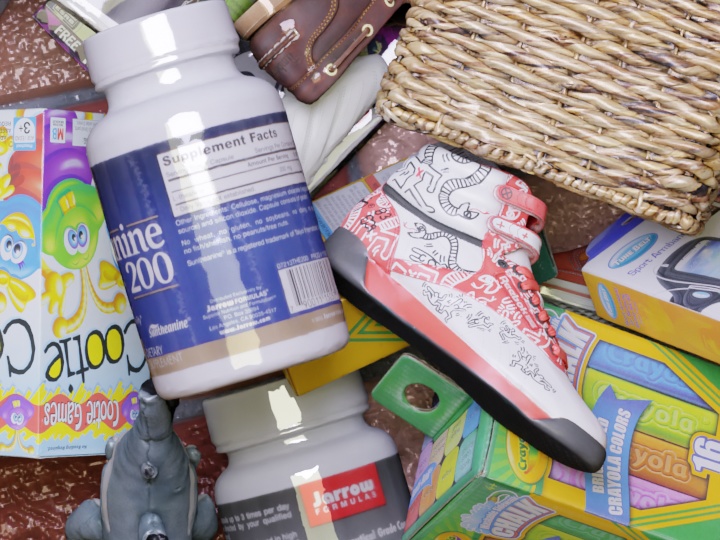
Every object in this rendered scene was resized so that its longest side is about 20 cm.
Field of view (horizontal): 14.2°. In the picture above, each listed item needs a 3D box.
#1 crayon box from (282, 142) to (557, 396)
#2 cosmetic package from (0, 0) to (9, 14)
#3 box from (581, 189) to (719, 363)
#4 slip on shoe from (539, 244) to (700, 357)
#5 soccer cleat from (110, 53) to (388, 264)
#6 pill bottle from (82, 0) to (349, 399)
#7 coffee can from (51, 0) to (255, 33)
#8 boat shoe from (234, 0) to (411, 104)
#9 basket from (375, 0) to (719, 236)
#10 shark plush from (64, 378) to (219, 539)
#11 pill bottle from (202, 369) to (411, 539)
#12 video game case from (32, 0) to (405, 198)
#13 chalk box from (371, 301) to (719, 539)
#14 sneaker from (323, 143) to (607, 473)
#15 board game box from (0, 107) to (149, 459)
[{"bbox_3d":[0.000,0.000,1.685,0.200,0.126,0.052,-24,119,-6],"label":"crayon box"},{"bbox_3d":[-0.219,-0.258,1.731,0.108,0.085,0.200,33,90,1],"label":"cosmetic package"},{"bbox_3d":[0.220,0.000,1.634,0.119,0.200,0.042,-35,120,-23],"label":"box"},{"bbox_3d":[0.141,0.012,1.731,0.200,0.074,0.061,2,55,8],"label":"slip on shoe"},{"bbox_3d":[-0.055,-0.052,1.682,0.200,0.069,0.078,-36,82,-13],"label":"soccer cleat"},{"bbox_3d":[-0.084,-0.039,1.557,0.111,0.111,0.200,-16,90,2],"label":"pill bottle"},{"bbox_3d":[-0.100,-0.223,1.660,0.146,0.146,0.200,36,90,2],"label":"coffee can"},{"bbox_3d":[0.012,-0.167,1.678,0.070,0.070,0.200,48,60,2],"label":"boat shoe"},{"bbox_3d":[0.126,-0.119,1.617,0.200,0.143,0.149,20,93,7],"label":"basket"},{"bbox_3d":[-0.110,0.135,1.652,0.091,0.083,0.200,9,135,-15],"label":"shark plush"},{"bbox_3d":[-0.021,0.159,1.705,0.114,0.114,0.200,-16,89,2],"label":"pill bottle"},{"bbox_3d":[-0.066,-0.148,1.748,0.200,0.036,0.181,45,90,2],"label":"video game case"},{"bbox_3d":[0.104,0.104,1.657,0.200,0.125,0.124,19,60,-11],"label":"chalk box"},{"bbox_3d":[0.081,0.013,1.575,0.201,0.067,0.108,38,78,20],"label":"sneaker"},{"bbox_3d":[-0.194,0.008,1.702,0.105,0.103,0.200,0,89,34],"label":"board game box"}]
